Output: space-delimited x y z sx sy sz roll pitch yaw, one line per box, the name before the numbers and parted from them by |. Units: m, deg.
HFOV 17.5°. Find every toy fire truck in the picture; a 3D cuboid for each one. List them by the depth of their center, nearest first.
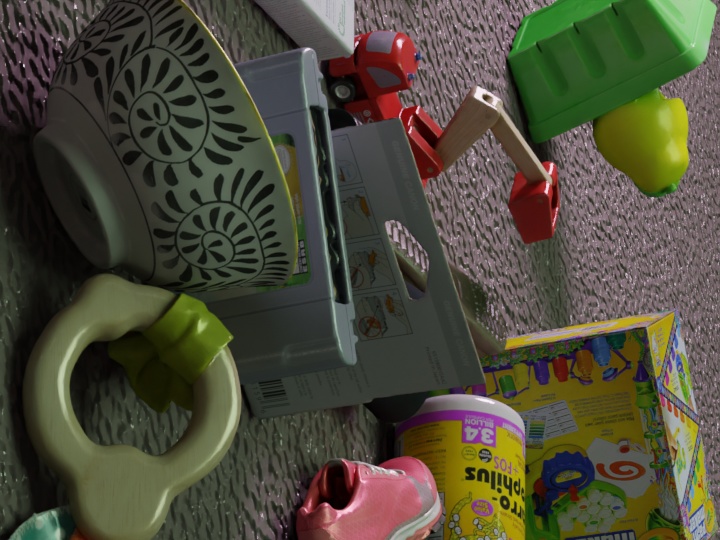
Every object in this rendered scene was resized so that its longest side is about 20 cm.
toy fire truck | 0.069 -0.108 1.865 0.049 0.140 0.201 -71 145 -51

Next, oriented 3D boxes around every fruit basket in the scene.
fruit basket | 0.267 -0.181 2.320 0.156 0.214 0.217 -67 142 -55

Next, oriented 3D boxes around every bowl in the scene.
bowl | -0.128 -0.060 1.355 0.094 0.200 0.202 -29 116 -21

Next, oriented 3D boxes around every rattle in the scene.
rattle | -0.154 0.111 1.349 0.130 0.143 0.201 21 73 -29

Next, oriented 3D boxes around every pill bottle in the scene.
pill bottle | 0.075 0.204 1.791 0.104 0.104 0.201 48 37 -54

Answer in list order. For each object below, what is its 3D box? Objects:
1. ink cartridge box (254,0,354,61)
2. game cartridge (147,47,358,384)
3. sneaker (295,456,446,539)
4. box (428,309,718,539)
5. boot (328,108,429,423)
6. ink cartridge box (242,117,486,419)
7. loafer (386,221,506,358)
ink cartridge box | -0.060 -0.288 1.752 0.200 0.040 0.201 45 40 -56
game cartridge | -0.076 -0.029 1.467 0.040 0.133 0.201 5 75 -61
sneaker | 0.006 0.165 1.674 0.200 0.073 0.087 -49 124 -64
box | 0.173 0.148 1.936 0.122 0.199 0.194 -16 96 -69
boot | 0.000 0.000 1.723 0.168 0.076 0.201 30 60 -59
ink cartridge box | -0.020 -0.007 1.545 0.044 0.173 0.201 -61 136 -59
loafer | 0.038 0.014 1.836 0.200 0.067 0.076 44 24 -31
